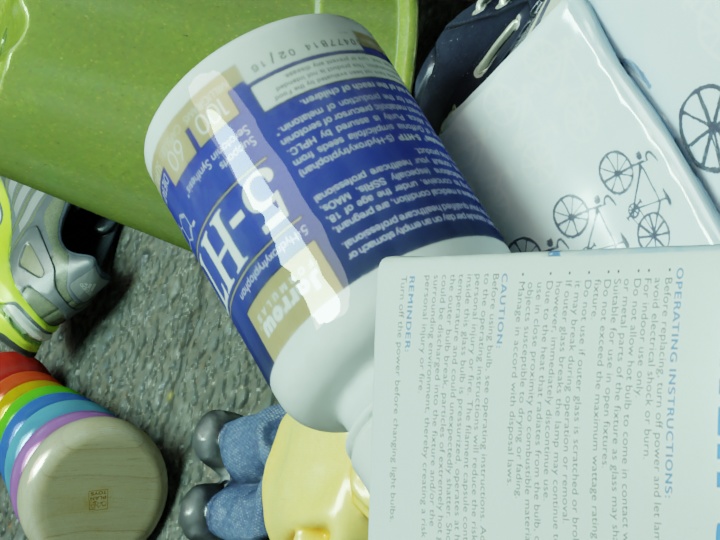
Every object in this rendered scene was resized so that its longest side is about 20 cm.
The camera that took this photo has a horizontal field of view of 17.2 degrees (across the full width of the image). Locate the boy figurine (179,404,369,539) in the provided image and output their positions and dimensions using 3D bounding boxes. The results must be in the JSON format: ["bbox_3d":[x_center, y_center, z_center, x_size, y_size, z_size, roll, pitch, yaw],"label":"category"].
[{"bbox_3d":[-0.009,0.093,1.130,0.200,0.064,0.125,-10,67,51],"label":"boy figurine"}]

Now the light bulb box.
[{"bbox_3d":[0.138,0.058,0.808,0.200,0.197,0.126,-2,86,53],"label":"light bulb box"}]

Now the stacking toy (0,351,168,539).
[{"bbox_3d":[-0.182,0.096,1.364,0.200,0.085,0.086,32,99,60],"label":"stacking toy"}]

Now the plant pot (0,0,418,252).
[{"bbox_3d":[-0.095,-0.092,1.192,0.200,0.189,0.201,-168,90,-72],"label":"plant pot"}]

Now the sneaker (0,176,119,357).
[{"bbox_3d":[-0.186,-0.038,1.458,0.081,0.074,0.201,-26,46,17],"label":"sneaker"}]

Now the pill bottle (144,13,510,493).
[{"bbox_3d":[0.000,0.000,1.030,0.120,0.119,0.200,-47,62,30],"label":"pill bottle"}]

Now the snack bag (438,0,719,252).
[{"bbox_3d":[0.131,-0.046,0.985,0.200,0.021,0.189,-46,62,34],"label":"snack bag"}]

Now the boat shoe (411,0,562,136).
[{"bbox_3d":[0.087,-0.116,1.093,0.200,0.074,0.093,-57,43,19],"label":"boat shoe"}]
